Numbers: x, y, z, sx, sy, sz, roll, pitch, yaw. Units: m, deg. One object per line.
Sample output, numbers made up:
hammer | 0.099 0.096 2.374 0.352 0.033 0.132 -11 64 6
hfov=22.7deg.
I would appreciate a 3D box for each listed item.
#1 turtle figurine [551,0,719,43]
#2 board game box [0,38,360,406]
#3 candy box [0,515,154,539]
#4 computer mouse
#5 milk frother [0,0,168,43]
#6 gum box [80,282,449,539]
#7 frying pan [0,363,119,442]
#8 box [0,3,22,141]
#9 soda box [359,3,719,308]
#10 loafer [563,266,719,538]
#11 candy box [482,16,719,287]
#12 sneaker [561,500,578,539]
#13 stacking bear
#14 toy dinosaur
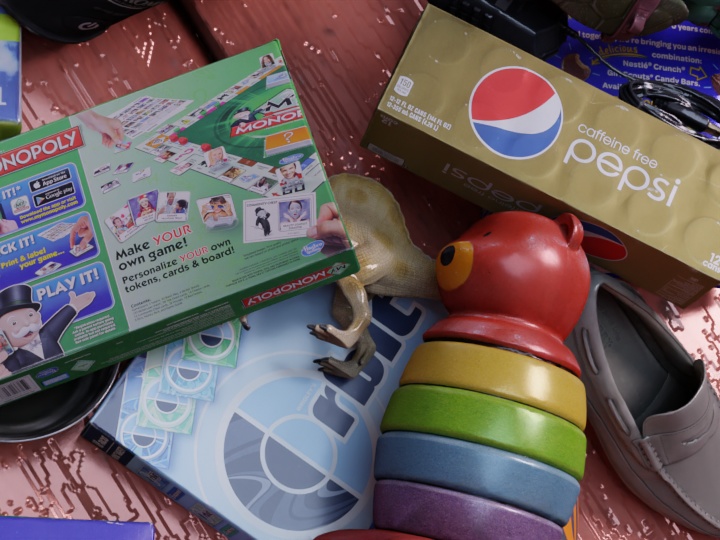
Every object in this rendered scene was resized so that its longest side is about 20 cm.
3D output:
turtle figurine | 0.147 -0.168 0.945 0.199 0.150 0.101 17 96 -15
board game box | -0.114 -0.026 0.920 0.199 0.029 0.135 -20 62 0
candy box | -0.206 0.203 0.872 0.199 0.077 0.170 5 76 -15
computer mouse | 0.115 -0.116 0.972 0.199 0.034 0.059 35 45 5
milk frother | -0.097 -0.245 0.945 0.180 0.187 0.201 -25 99 -54
gum box | -0.021 0.074 0.973 0.199 0.045 0.170 36 70 -4
frying pan | -0.171 0.010 0.953 0.114 0.031 0.191 20 57 0
box | -0.244 -0.147 0.966 0.121 0.048 0.202 1 75 -15
soda box | 0.105 -0.058 0.940 0.199 0.064 0.068 27 73 -2
loafer | 0.165 0.077 0.994 0.200 0.070 0.070 46 68 -20
candy box | 0.159 -0.100 1.042 0.168 0.077 0.202 6 76 -11
sneaker | 0.115 0.191 0.938 0.077 0.112 0.202 16 77 -46
stacking bear | 0.063 0.066 0.905 0.113 0.121 0.201 20 77 -24
toy dinosaur | 0.000 0.000 0.945 0.199 0.058 0.102 25 67 -9
